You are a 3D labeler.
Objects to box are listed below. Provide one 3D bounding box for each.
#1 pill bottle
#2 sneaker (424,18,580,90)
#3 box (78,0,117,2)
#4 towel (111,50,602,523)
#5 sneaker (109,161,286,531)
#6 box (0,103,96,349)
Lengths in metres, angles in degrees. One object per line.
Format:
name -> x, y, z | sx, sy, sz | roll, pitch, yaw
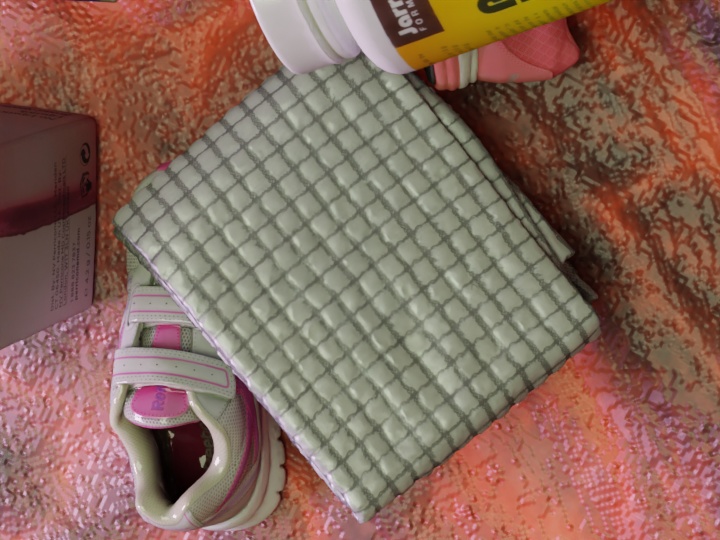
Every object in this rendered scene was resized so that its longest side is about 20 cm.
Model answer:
pill bottle -> 0.050, -0.155, 1.090 | 0.199, 0.109, 0.110 | -19, 93, 15
sneaker -> 0.076, -0.186, 1.186 | 0.086, 0.074, 0.201 | 3, 98, -5
box -> -0.199, -0.195, 1.207 | 0.032, 0.199, 0.122 | 24, 110, 47
towel -> 0.000, 0.000, 1.203 | 0.165, 0.086, 0.200 | -41, 89, -8
sneaker -> -0.086, 0.045, 1.262 | 0.081, 0.088, 0.201 | -5, 98, 20
box -> -0.232, -0.020, 1.243 | 0.127, 0.200, 0.109 | 7, 103, 18
